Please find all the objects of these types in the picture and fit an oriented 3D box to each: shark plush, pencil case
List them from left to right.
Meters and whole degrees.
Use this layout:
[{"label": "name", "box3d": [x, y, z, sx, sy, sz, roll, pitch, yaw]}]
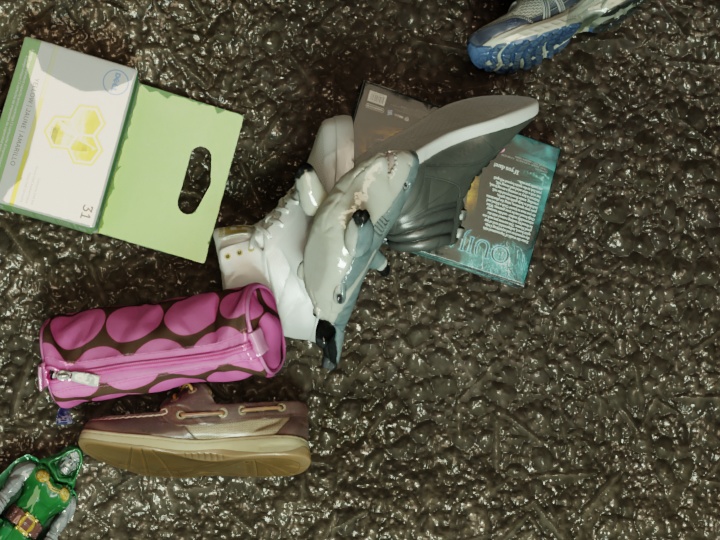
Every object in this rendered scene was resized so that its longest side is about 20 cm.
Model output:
[{"label": "pencil case", "box3d": [-0.164, 0.065, 0.925, 0.196, 0.094, 0.092, -11, 90, 6]}, {"label": "shark plush", "box3d": [0.000, 0.000, 0.917, 0.082, 0.090, 0.203, -13, 116, -38]}]

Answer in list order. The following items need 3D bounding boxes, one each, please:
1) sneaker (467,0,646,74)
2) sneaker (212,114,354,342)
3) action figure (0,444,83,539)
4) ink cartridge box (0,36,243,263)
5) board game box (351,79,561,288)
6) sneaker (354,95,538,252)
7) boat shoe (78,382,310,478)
[{"label": "sneaker", "box3d": [0.176, -0.253, 1.053, 0.198, 0.077, 0.086, -26, 80, -18]}, {"label": "sneaker", "box3d": [-0.069, -0.039, 0.963, 0.113, 0.074, 0.204, 8, 104, -7]}, {"label": "action figure", "box3d": [-0.292, 0.226, 0.916, 0.118, 0.054, 0.201, 45, 61, -23]}, {"label": "ink cartridge box", "box3d": [-0.214, -0.103, 0.979, 0.197, 0.048, 0.148, 15, 82, -6]}, {"label": "board game box", "box3d": [0.075, -0.078, 1.033, 0.197, 0.028, 0.137, 18, 84, -7]}, {"label": "sneaker", "box3d": [0.084, -0.085, 0.993, 0.198, 0.070, 0.101, -29, 121, -28]}, {"label": "boat shoe", "box3d": [-0.140, 0.134, 0.965, 0.196, 0.072, 0.073, 2, 61, -3]}]
